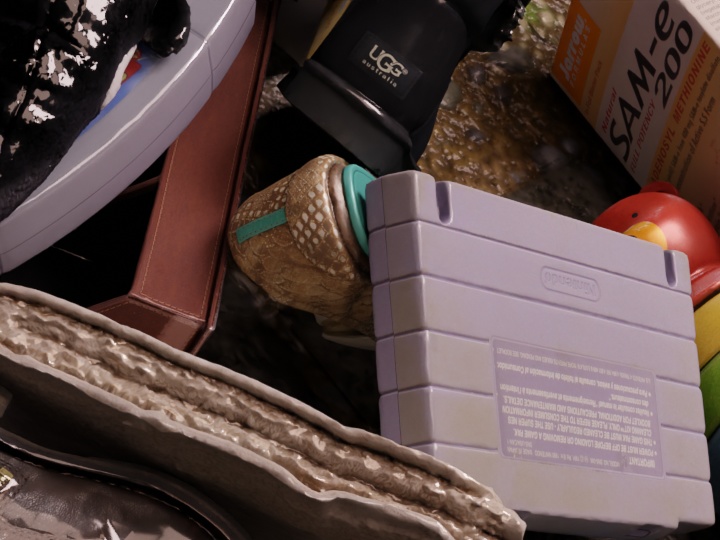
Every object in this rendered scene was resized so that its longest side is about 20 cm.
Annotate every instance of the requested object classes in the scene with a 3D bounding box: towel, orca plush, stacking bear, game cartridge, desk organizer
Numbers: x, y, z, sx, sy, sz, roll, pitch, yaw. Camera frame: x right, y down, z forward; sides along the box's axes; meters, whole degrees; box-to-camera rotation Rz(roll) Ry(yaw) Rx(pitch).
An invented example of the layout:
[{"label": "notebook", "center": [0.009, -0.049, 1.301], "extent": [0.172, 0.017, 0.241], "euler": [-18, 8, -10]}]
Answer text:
[{"label": "towel", "center": [-0.044, 0.077, 0.673], "extent": [0.199, 0.133, 0.035], "euler": [23, 62, 7]}, {"label": "orca plush", "center": [-0.129, -0.098, 0.712], "extent": [0.105, 0.071, 0.200], "euler": [24, 58, 15]}, {"label": "stacking bear", "center": [0.174, 0.045, 0.899], "extent": [0.200, 0.121, 0.114], "euler": [52, 13, 26]}, {"label": "game cartridge", "center": [-0.141, -0.075, 0.760], "extent": [0.133, 0.042, 0.200], "euler": [32, 60, 25]}, {"label": "game cartridge", "center": [0.076, 0.041, 0.782], "extent": [0.200, 0.038, 0.130], "euler": [14, 72, -48]}, {"label": "desk organizer", "center": [-0.094, -0.044, 0.810], "extent": [0.077, 0.072, 0.200], "euler": [22, 46, -15]}]

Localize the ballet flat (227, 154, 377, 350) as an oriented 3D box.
[{"label": "ballet flat", "center": [0.000, 0.000, 0.820], "extent": [0.200, 0.065, 0.071], "euler": [39, 39, -62]}]

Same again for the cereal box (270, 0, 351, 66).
[{"label": "cereal box", "center": [-0.085, -0.185, 0.885], "extent": [0.200, 0.144, 0.040], "euler": [40, 79, 1]}]

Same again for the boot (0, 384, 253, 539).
[{"label": "boot", "center": [-0.131, 0.126, 0.599], "extent": [0.200, 0.069, 0.174], "euler": [31, 49, -7]}]

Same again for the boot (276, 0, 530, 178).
[{"label": "boot", "center": [0.042, -0.119, 0.839], "extent": [0.076, 0.168, 0.200], "euler": [40, 2, -1]}]

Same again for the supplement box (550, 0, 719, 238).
[{"label": "supplement box", "center": [0.187, -0.083, 0.967], "extent": [0.073, 0.126, 0.200], "euler": [-22, 59, -23]}]

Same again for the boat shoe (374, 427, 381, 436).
[{"label": "boat shoe", "center": [0.028, 0.089, 0.792], "extent": [0.075, 0.062, 0.200], "euler": [46, 45, 4]}]
